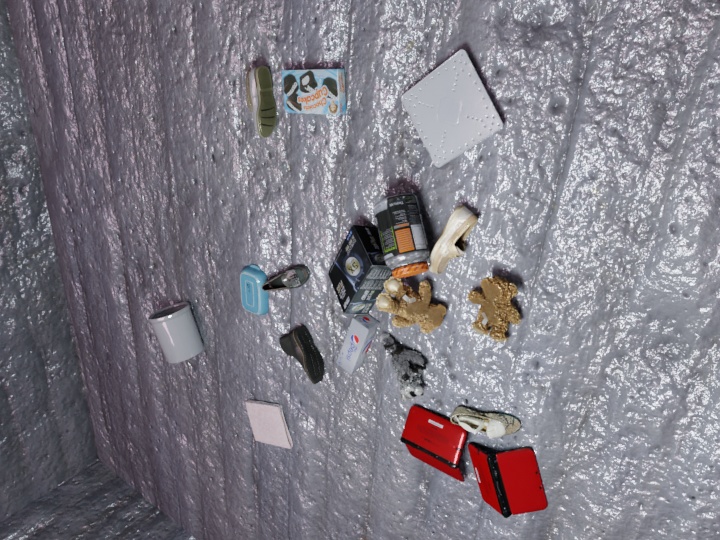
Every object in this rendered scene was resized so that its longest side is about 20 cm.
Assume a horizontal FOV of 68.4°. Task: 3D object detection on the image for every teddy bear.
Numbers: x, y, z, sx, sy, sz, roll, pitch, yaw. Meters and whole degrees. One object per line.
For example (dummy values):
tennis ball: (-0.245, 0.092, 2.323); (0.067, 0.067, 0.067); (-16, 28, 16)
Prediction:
teddy bear: (0.345, 0.097, 1.362); (0.144, 0.067, 0.202); (10, 121, 44)
teddy bear: (0.136, 0.093, 1.456); (0.067, 0.198, 0.147); (-169, 89, -72)

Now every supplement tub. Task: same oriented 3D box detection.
supplement tub: (0.110, -0.088, 1.381); (0.122, 0.122, 0.202); (-17, 81, 40)

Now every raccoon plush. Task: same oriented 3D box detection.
raccoon plush: (0.129, 0.295, 1.611); (0.135, 0.096, 0.201); (97, 152, -43)

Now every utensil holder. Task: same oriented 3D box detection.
utensil holder: (-0.750, 0.254, 2.171); (0.169, 0.170, 0.202); (-6, 107, 38)

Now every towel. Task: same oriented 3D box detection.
towel: (-0.368, 0.615, 2.128); (0.198, 0.032, 0.193); (-1, 107, 37)

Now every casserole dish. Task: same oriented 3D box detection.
casserole dish: (-0.387, 0.077, 1.909); (0.120, 0.039, 0.202); (18, 118, 29)

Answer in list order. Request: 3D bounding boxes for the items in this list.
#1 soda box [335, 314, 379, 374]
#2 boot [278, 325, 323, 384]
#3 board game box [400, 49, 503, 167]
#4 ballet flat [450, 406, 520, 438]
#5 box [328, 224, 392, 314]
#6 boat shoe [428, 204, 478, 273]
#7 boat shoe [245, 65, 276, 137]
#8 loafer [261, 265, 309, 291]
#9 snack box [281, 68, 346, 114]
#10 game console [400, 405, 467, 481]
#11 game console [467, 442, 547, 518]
soda box: (-0.010, 0.230, 1.675); (0.068, 0.063, 0.201); (34, 126, 22)
boot: (-0.210, 0.305, 1.859); (0.138, 0.077, 0.202); (-25, 80, 45)
board game box: (0.218, -0.382, 1.269); (0.199, 0.026, 0.201); (-27, 91, 40)
ballet flat: (0.344, 0.434, 1.490); (0.198, 0.075, 0.069); (4, 111, 35)
box: (0.000, 0.000, 1.511); (0.201, 0.085, 0.165); (-60, 40, 37)
boat shoe: (0.238, -0.066, 1.357); (0.069, 0.073, 0.201); (37, 126, 25)
boat shoe: (-0.299, -0.500, 1.580); (0.068, 0.074, 0.202); (13, 110, 38)
loafer: (-0.252, 0.037, 1.773); (0.199, 0.063, 0.072); (-18, 98, 40)
snack box: (-0.130, -0.497, 1.471); (0.198, 0.037, 0.117); (12, 116, 32)
game console: (0.237, 0.531, 1.631); (0.199, 0.118, 0.174); (16, 87, 35)
game console: (0.422, 0.593, 1.538); (0.172, 0.118, 0.202); (10, 119, 68)
